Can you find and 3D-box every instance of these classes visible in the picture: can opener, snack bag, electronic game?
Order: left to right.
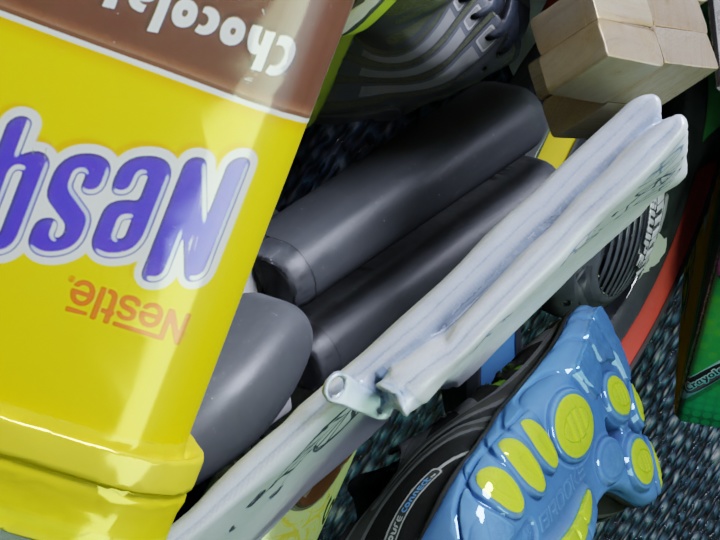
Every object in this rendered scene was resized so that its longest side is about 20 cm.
[{"bbox_3d":[-0.004,0.011,0.769,0.200,0.067,0.053,-35,121,-31],"label":"can opener"},{"bbox_3d":[0.015,0.029,0.739,0.200,0.021,0.189,-42,175,3],"label":"snack bag"},{"bbox_3d":[0.085,-0.020,0.941,0.200,0.042,0.200,-46,148,-40],"label":"electronic game"}]

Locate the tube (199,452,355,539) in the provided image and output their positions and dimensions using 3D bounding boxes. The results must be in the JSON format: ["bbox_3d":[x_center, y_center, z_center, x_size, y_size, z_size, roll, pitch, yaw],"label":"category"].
[{"bbox_3d":[-0.048,0.112,0.942,0.200,0.052,0.058,-62,-165,-15],"label":"tube"}]

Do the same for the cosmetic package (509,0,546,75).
[{"bbox_3d":[0.085,-0.114,0.974,0.083,0.051,0.200,-59,154,-16],"label":"cosmetic package"}]

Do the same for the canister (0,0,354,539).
[{"bbox_3d":[-0.082,-0.049,0.626,0.200,0.148,0.087,-69,-161,6],"label":"canister"}]

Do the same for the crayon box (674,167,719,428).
[{"bbox_3d":[0.172,-0.043,1.088,0.200,0.058,0.119,-79,177,-47],"label":"crayon box"}]

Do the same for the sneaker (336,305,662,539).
[{"bbox_3d":[0.042,0.063,0.836,0.200,0.083,0.071,-35,107,-65],"label":"sneaker"}]

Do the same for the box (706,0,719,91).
[{"bbox_3d":[0.186,-0.079,0.977,0.200,0.036,0.143,37,41,-42],"label":"box"}]

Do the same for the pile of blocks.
[{"bbox_3d":[0.079,-0.106,0.775,0.062,0.082,0.200,-33,-167,41],"label":"pile of blocks"}]

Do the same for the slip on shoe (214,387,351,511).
[{"bbox_3d":[0.000,0.000,0.911,0.200,0.061,0.076,-54,151,-35],"label":"slip on shoe"}]

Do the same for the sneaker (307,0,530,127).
[{"bbox_3d":[0.013,-0.089,0.739,0.200,0.081,0.074,143,-58,-72],"label":"sneaker"}]

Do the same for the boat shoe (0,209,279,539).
[{"bbox_3d":[-0.084,0.041,0.781,0.200,0.067,0.074,-49,151,-27],"label":"boat shoe"}]
